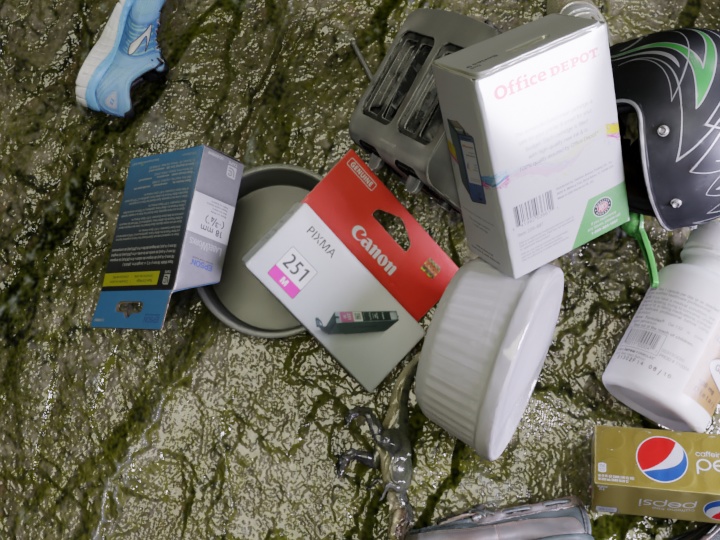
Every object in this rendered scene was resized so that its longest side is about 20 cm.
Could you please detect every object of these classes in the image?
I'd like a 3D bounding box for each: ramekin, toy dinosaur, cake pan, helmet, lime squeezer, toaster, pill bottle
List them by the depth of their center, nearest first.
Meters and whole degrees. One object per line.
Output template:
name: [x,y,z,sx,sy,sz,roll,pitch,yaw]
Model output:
helmet: [0.322,-0.143,0.883,0.201,0.200,0.190,-51,39,-7]
ramekin: [0.129,0.081,0.893,0.093,0.202,0.205,19,79,21]
pill bottle: [0.346,0.057,0.916,0.113,0.114,0.202,29,81,10]
toaster: [0.101,-0.170,0.930,0.202,0.118,0.181,-59,36,7]
toy dinosaur: [0.022,0.185,0.945,0.087,0.047,0.204,6,83,-13]
lime squeezer: [0.281,-0.062,0.969,0.070,0.038,0.201,-8,46,-35]
cake pan: [-0.096,-0.021,1.009,0.196,0.037,0.204,-1,77,4]

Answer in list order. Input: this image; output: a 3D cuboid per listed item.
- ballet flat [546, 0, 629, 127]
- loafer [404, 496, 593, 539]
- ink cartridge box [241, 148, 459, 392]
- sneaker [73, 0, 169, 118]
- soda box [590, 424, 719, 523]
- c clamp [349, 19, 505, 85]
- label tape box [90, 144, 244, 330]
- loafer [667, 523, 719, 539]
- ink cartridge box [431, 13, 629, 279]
ballet flat: [0.271,-0.253,1.020,0.066,0.062,0.203,-18,76,0]
loafer: [0.140,0.271,0.910,0.196,0.072,0.064,-1,55,-2]
ink cartridge box: [0.000,0.000,0.954,0.174,0.044,0.200,-46,104,-6]
sneaker: [-0.268,-0.275,1.076,0.089,0.078,0.202,27,83,-9]
soda box: [0.331,0.205,0.875,0.196,0.065,0.068,3,50,13]
c clamp: [0.105,-0.236,1.048,0.197,0.027,0.173,-20,76,0]
label tape box: [-0.214,-0.027,0.973,0.143,0.063,0.203,-2,73,43]
loafer: [0.387,0.273,0.889,0.198,0.063,0.073,-29,78,-2]
ink cartridge box: [0.163,-0.119,0.827,0.144,0.087,0.202,-25,120,-15]
